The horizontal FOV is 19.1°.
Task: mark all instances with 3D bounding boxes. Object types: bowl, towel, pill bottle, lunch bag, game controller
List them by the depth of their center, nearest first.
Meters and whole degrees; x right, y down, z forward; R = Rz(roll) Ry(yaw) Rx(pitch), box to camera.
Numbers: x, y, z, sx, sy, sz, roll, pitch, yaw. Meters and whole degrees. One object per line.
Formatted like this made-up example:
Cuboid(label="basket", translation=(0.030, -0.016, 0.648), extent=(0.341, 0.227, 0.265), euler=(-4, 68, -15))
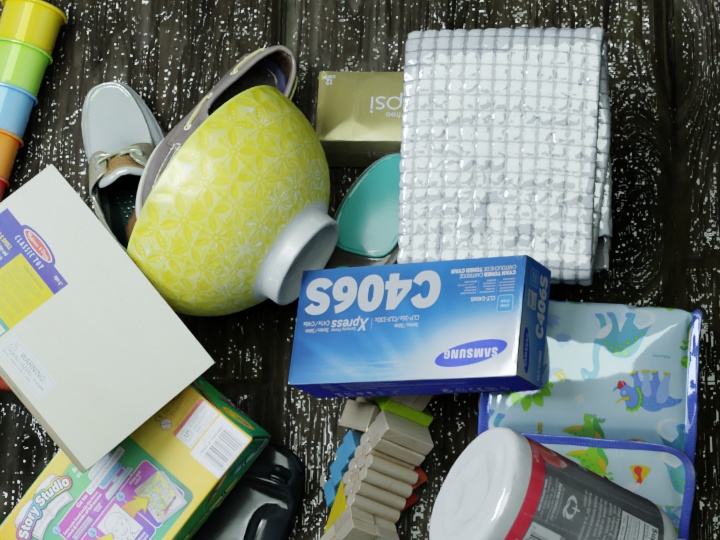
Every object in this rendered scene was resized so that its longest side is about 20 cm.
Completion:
Cuboid(label="pill bottle", translation=(0.159, 0.202, 1.551), extent=(0.200, 0.111, 0.111), euler=(28, 76, -19))
Cuboid(label="lunch bag", translation=(0.174, 0.125, 1.648), extent=(0.169, 0.127, 0.201), euler=(4, 86, 8))
Cuboid(label="towel", translation=(0.116, -0.088, 1.681), extent=(0.165, 0.086, 0.201), euler=(1, 88, 7))
Cuboid(label="bowl", translation=(-0.082, -0.035, 1.694), extent=(0.108, 0.200, 0.200), euler=(34, 80, 16))
Cuboid(label="game controller", translation=(-0.146, 0.171, 1.727), extent=(0.199, 0.042, 0.105), euler=(16, 89, 14))

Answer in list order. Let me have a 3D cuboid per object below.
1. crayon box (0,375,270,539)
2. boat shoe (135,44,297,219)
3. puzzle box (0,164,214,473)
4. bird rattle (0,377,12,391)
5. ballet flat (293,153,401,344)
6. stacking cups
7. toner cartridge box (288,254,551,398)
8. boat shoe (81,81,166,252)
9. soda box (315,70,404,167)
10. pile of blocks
Cuboid(label="crayon box", translation=(-0.180, 0.171, 1.684), extent=(0.119, 0.058, 0.200), euler=(39, 95, 13))
Cuboid(label="boat shoe", translation=(-0.116, -0.108, 1.765), extent=(0.072, 0.060, 0.200), euler=(39, 60, -7))
Cuboid(label="puzzle box", translation=(-0.222, 0.035, 1.621), extent=(0.133, 0.025, 0.200), euler=(-39, 91, -21))
Cuboid(label="bird rattle", translation=(-0.290, 0.045, 1.714), extent=(0.163, 0.200, 0.113), euler=(39, 81, -6))
Cuboid(label="ballet flat", translation=(0.000, 0.000, 1.742), extent=(0.067, 0.064, 0.201), euler=(19, 74, 17))
Cuboid(label="stacking cups", translation=(-0.306, -0.133, 1.844), extent=(0.060, 0.061, 0.201), euler=(11, 79, 12))
Cuboid(label="toner cartridge box", translation=(0.043, 0.044, 1.623), extent=(0.199, 0.043, 0.095), euler=(-5, 70, 31))
Cuboid(label="boat shoe", translation=(-0.191, -0.076, 1.794), extent=(0.075, 0.068, 0.201), euler=(-21, 70, 1))
Cuboid(label="soda box", translation=(0.065, -0.124, 1.770), extent=(0.199, 0.068, 0.064), euler=(1, 73, 9))
Cuboid(label="pile of blocks", translation=(0.023, 0.144, 1.702), extent=(0.062, 0.082, 0.201), euler=(24, 85, -28))
